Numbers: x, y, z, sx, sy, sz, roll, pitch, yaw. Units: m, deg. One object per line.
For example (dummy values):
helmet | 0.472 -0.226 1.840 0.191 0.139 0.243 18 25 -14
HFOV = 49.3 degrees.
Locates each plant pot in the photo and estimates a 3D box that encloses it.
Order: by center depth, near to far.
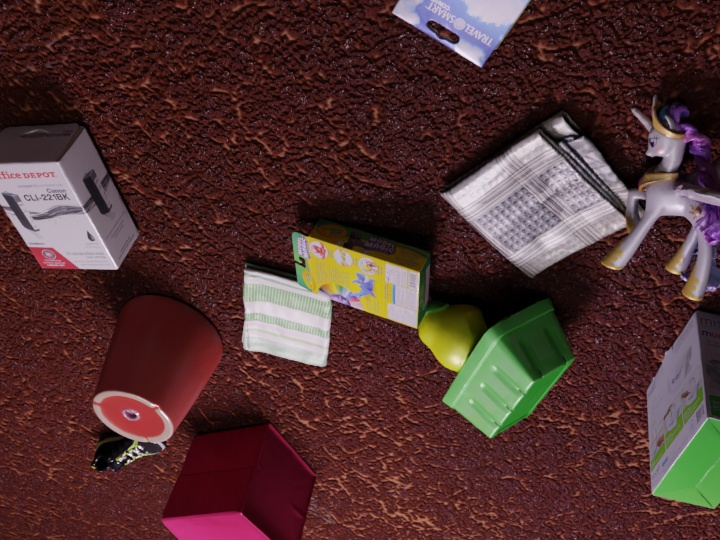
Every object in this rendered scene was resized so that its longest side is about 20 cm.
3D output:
plant pot | -0.350 0.174 1.323 0.195 0.180 0.203 9 137 9

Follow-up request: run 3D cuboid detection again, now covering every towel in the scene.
towel | 0.230 -0.084 0.981 0.192 0.035 0.199 40 132 -22
towel | -0.120 0.077 1.264 0.149 0.024 0.203 13 136 4

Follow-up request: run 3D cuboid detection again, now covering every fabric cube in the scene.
fabric cube | -0.233 0.450 1.549 0.195 0.202 0.198 -13 129 27

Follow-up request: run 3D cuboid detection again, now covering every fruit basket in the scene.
fruit basket | 0.183 0.114 1.149 0.214 0.153 0.220 32 132 44

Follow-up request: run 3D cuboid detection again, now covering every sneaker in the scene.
sneaker | -0.491 0.390 1.655 0.197 0.084 0.072 -17 128 31

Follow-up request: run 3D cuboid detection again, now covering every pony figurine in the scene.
pony figurine | 0.371 -0.076 0.864 0.191 0.165 0.204 24 126 31

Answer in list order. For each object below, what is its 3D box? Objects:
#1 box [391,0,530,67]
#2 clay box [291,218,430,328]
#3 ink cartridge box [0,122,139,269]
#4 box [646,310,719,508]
box | 0.127 -0.314 0.769 0.120 0.048 0.201 27 136 -10
clay box | 0.000 0.000 1.110 0.196 0.048 0.117 19 138 19
ink cartridge box | -0.433 -0.102 1.135 0.141 0.085 0.203 1 134 18
box | 0.471 0.192 1.079 0.094 0.179 0.203 12 137 5
